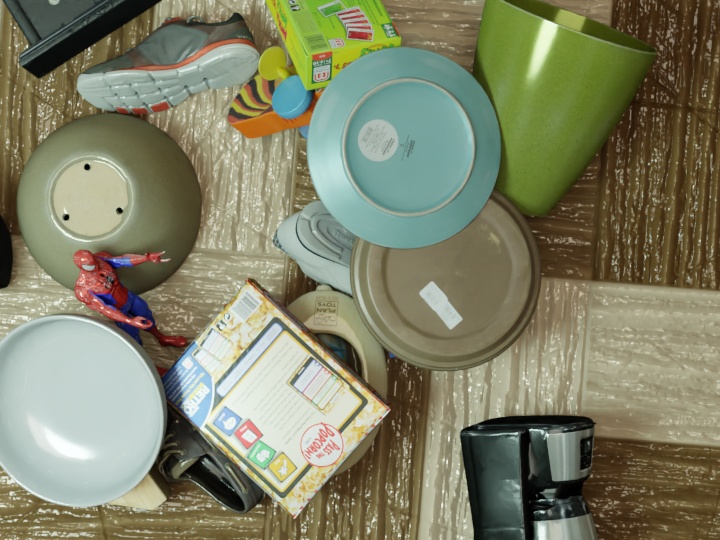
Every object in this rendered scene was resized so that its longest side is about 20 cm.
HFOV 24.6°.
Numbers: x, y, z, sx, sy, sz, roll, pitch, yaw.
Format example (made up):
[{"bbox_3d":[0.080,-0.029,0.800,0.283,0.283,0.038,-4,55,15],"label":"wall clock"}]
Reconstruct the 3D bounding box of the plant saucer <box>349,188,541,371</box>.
[{"bbox_3d":[0.089,0.002,1.672,0.199,0.029,0.202,0,88,-7],"label":"plant saucer"}]

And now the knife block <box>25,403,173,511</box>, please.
[{"bbox_3d":[-0.290,0.154,1.758,0.199,0.064,0.177,9,89,1],"label":"knife block"}]

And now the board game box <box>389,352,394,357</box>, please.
[{"bbox_3d":[0.067,-0.023,1.736,0.134,0.045,0.201,-15,88,-37],"label":"board game box"}]

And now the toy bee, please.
[{"bbox_3d":[-0.041,-0.192,1.740,0.199,0.131,0.109,10,69,17],"label":"toy bee"}]

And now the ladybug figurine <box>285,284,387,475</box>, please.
[{"bbox_3d":[-0.038,0.116,1.754,0.135,0.072,0.202,4,89,2],"label":"ladybug figurine"}]

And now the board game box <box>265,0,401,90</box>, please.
[{"bbox_3d":[-0.039,-0.277,1.711,0.101,0.048,0.201,-12,51,-14],"label":"board game box"}]

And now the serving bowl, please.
[{"bbox_3d":[-0.285,0.135,1.683,0.199,0.066,0.202,3,104,12],"label":"serving bowl"}]

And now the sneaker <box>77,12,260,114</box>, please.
[{"bbox_3d":[-0.208,-0.228,1.776,0.199,0.077,0.082,-12,62,-1],"label":"sneaker"}]

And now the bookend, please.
[{"bbox_3d":[-0.318,-0.346,1.756,0.198,0.092,0.201,-32,88,0],"label":"bookend"}]

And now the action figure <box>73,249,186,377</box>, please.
[{"bbox_3d":[-0.220,0.040,1.686,0.098,0.200,0.066,4,58,30],"label":"action figure"}]

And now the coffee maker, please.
[{"bbox_3d":[0.158,0.256,1.721,0.191,0.135,0.201,-6,88,1],"label":"coffee maker"}]

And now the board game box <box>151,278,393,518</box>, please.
[{"bbox_3d":[-0.090,0.130,1.696,0.200,0.046,0.152,43,93,4],"label":"board game box"}]

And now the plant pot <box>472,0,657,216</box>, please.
[{"bbox_3d":[0.186,-0.166,1.722,0.186,0.187,0.201,20,106,1],"label":"plant pot"}]

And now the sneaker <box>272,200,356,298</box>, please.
[{"bbox_3d":[0.000,0.000,1.762,0.200,0.080,0.077,37,55,-16],"label":"sneaker"}]

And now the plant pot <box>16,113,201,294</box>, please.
[{"bbox_3d":[-0.271,-0.070,1.729,0.199,0.134,0.202,0,89,0],"label":"plant pot"}]

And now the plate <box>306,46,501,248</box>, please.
[{"bbox_3d":[0.046,-0.122,1.637,0.199,0.026,0.202,0,93,-10],"label":"plate"}]

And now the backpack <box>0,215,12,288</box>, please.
[{"bbox_3d":[-0.483,-0.045,1.728,0.199,0.163,0.155,-5,80,7],"label":"backpack"}]

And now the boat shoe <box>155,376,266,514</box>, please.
[{"bbox_3d":[-0.179,0.183,1.740,0.199,0.073,0.075,32,130,1],"label":"boat shoe"}]
